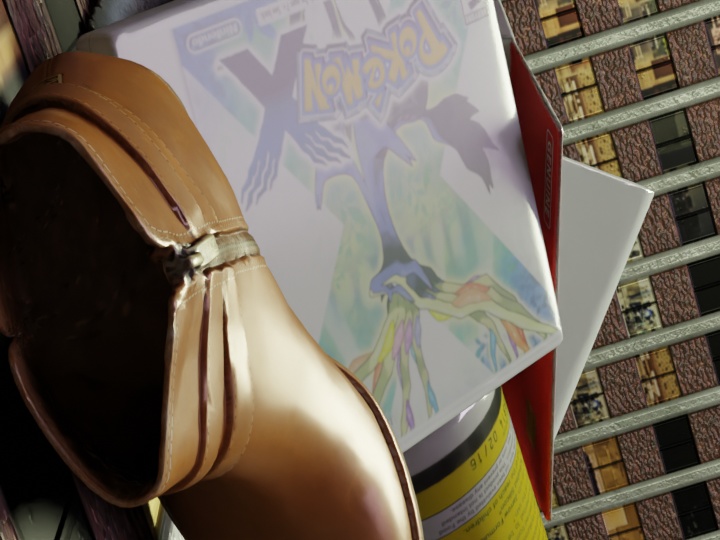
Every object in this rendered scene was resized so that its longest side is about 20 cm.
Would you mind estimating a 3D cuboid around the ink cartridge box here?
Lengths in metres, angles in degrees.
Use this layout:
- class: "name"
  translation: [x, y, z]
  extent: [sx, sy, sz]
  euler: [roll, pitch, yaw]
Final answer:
- class: "ink cartridge box"
  translation: [0.051, -0.016, 0.861]
  extent: [0.177, 0.044, 0.202]
  euler: [-103, -170, -58]

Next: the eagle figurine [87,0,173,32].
- class: "eagle figurine"
  translation: [-0.045, -0.074, 0.777]
  extent: [0.151, 0.151, 0.201]
  euler: [32, 54, -14]

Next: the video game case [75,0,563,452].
- class: "video game case"
  translation: [-0.004, -0.022, 0.685]
  extent: [0.199, 0.022, 0.184]
  euler: [-29, 112, -45]

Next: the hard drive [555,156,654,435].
- class: "hard drive"
  translation: [0.070, 0.030, 1.037]
  extent: [0.025, 0.131, 0.202]
  euler: [34, -75, 59]

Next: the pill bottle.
- class: "pill bottle"
  translation: [0.028, 0.125, 0.828]
  extent: [0.112, 0.110, 0.201]
  euler: [-101, 172, -59]

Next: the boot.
- class: "boot"
  translation: [-0.043, 0.039, 0.498]
  extent: [0.201, 0.073, 0.155]
  euler: [61, 4, -8]
